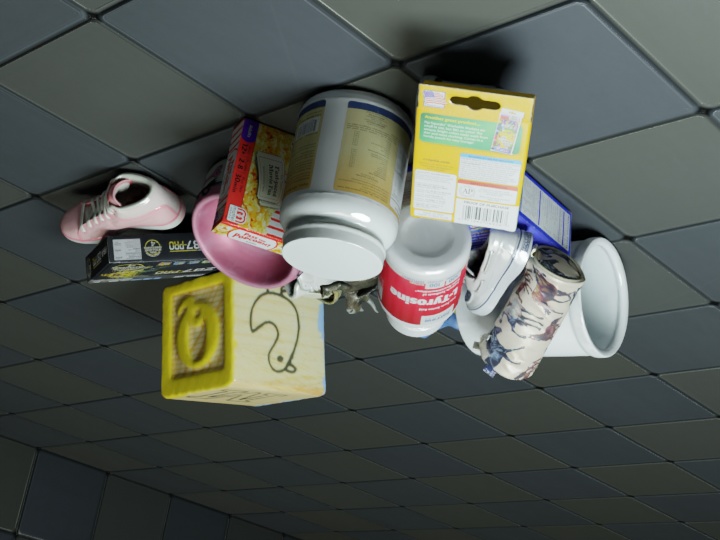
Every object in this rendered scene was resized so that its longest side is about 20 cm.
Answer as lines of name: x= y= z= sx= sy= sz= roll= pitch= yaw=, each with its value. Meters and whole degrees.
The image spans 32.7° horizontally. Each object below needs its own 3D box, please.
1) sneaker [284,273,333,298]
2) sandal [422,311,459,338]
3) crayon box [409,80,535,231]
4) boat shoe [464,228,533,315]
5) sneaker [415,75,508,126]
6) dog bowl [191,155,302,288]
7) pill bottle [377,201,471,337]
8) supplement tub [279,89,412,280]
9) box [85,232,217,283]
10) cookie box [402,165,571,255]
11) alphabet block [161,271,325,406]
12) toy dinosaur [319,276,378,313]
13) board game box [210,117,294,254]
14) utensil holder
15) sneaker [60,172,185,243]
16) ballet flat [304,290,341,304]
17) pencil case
sneaker: x=-0.075 y=0.004 z=1.875 sx=0.200 sy=0.099 sz=0.078 roll=28 pitch=165 yaw=-32
sandal: x=0.111 y=0.066 z=1.882 sx=0.079 sy=0.087 sz=0.200 roll=18 pitch=-177 yaw=-29
crayon box: x=0.125 y=-0.138 z=1.371 sx=0.126 sy=0.052 sz=0.200 roll=9 pitch=139 yaw=7
boat shoe: x=0.166 y=-0.005 z=1.626 sx=0.065 sy=0.074 sz=0.200 roll=17 pitch=147 yaw=-6
sneaker: x=0.130 y=-0.146 z=1.451 sx=0.115 sy=0.075 sz=0.200 roll=4 pitch=142 yaw=13
dog bowl: x=-0.145 y=-0.059 z=1.692 sx=0.200 sy=0.074 sz=0.200 roll=18 pitch=137 yaw=18
pill bottle: x=0.079 y=0.005 z=1.596 sx=0.112 sy=0.112 sz=0.200 roll=8 pitch=150 yaw=3
supplement tub: x=-0.019 y=-0.102 z=1.483 sx=0.144 sy=0.200 sz=0.144 roll=8 pitch=157 yaw=4
box: x=-0.307 y=-0.021 z=1.880 sx=0.200 sy=0.049 sz=0.161 roll=-4 pitch=172 yaw=-26
cookie box: x=0.161 y=-0.074 z=1.637 sx=0.171 sy=0.075 sz=0.200 roll=-9 pitch=150 yaw=37
alphabet block: x=-0.195 y=0.117 z=2.030 sx=0.200 sy=0.195 sz=0.196 roll=11 pitch=161 yaw=-44
toy dinosaur: x=0.000 y=0.000 z=1.740 sx=0.102 sy=0.077 sz=0.200 roll=-3 pitch=161 yaw=-21
board game box: x=-0.081 y=-0.093 z=1.592 sx=0.200 sy=0.152 sz=0.046 roll=18 pitch=156 yaw=-21
utensil holder: x=0.259 y=0.041 z=1.761 sx=0.200 sy=0.170 sz=0.170 roll=-3 pitch=154 yaw=34
sneaker: x=-0.366 y=-0.096 z=1.792 sx=0.200 sy=0.075 sz=0.105 roll=-7 pitch=158 yaw=18
ballet flat: x=-0.105 y=0.000 z=1.930 sx=0.200 sy=0.071 sz=0.071 roll=27 pitch=151 yaw=-35
pencil case: x=0.224 y=0.056 z=1.631 sx=0.089 sy=0.078 sz=0.200 roll=19 pitch=126 yaw=-6
